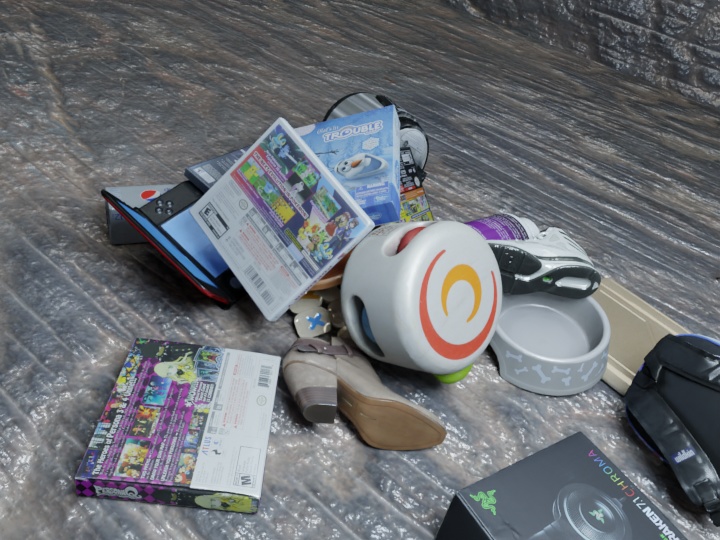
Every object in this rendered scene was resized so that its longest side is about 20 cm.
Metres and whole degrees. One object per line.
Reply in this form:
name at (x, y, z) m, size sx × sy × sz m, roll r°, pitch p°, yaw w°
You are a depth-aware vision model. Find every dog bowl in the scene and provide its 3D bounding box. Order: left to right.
dog bowl at (0.269, 0.085, 0.880) m, size 0.199 × 0.059 × 0.201 m, roll 2°, pitch 41°, yaw -2°

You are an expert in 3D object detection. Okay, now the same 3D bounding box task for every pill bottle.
pill bottle at (0.210, -0.031, 0.998) m, size 0.199 × 0.113 × 0.112 m, roll -17°, pitch 45°, yaw -35°

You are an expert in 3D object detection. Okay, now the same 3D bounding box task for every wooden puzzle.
wooden puzzle at (0.404, 0.101, 0.954) m, size 0.199 × 0.037 × 0.185 m, roll -22°, pitch 48°, yaw -32°

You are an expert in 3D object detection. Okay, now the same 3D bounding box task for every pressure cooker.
pressure cooker at (0.035, -0.230, 1.160) m, size 0.175 × 0.179 × 0.200 m, roll -26°, pitch 50°, yaw -25°

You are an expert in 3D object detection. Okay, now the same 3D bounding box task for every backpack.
backpack at (0.440, 0.175, 0.741) m, size 0.154 × 0.200 × 0.191 m, roll 25°, pitch 14°, yaw -42°

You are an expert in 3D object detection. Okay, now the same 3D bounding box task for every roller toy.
roller toy at (0.073, 0.028, 0.753) m, size 0.182 × 0.201 × 0.139 m, roll 21°, pitch -11°, yaw -38°

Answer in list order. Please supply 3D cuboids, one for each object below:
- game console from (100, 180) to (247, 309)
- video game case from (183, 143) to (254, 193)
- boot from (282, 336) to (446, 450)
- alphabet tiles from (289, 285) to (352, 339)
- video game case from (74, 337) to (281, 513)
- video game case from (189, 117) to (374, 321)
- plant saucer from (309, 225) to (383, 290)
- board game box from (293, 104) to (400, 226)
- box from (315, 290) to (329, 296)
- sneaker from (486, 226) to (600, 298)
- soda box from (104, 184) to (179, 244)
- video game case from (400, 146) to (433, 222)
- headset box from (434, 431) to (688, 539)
game console at (-0.224, -0.054, 0.829) m, size 0.200 × 0.119 × 0.172 m, roll 43°, pitch 54°, yaw 7°
video game case at (-0.167, -0.142, 0.976) m, size 0.143 × 0.019 × 0.200 m, roll 40°, pitch 35°, yaw 7°
boot at (0.001, 0.140, 0.743) m, size 0.199 × 0.071 × 0.146 m, roll 18°, pitch 23°, yaw -14°
alphabet tiles at (-0.012, 0.017, 0.858) m, size 0.195 × 0.015 × 0.201 m, roll -20°, pitch 68°, yaw -8°
video game case at (-0.188, 0.164, 0.667) m, size 0.180 × 0.036 × 0.200 m, roll 9°, pitch 36°, yaw -7°
video game case at (-0.108, -0.068, 0.778) m, size 0.200 × 0.182 × 0.023 m, roll 51°, pitch 10°, yaw 19°
plant saucer at (-0.065, -0.052, 0.857) m, size 0.199 × 0.032 × 0.201 m, roll -3°, pitch 51°, yaw 4°
board game box at (-0.043, -0.137, 0.848) m, size 0.199 × 0.043 × 0.200 m, roll -10°, pitch 49°, yaw 15°
box at (0.000, 0.000, 0.943) m, size 0.117 × 0.049 × 0.200 m, roll 18°, pitch 34°, yaw 4°
sneaker at (0.254, -0.022, 0.915) m, size 0.199 × 0.076 × 0.116 m, roll 12°, pitch 33°, yaw -2°
soda box at (-0.295, -0.093, 0.950) m, size 0.199 × 0.069 × 0.064 m, roll -7°, pitch 43°, yaw -26°
video game case at (0.068, -0.110, 0.985) m, size 0.025 × 0.182 × 0.200 m, roll -17°, pitch 6°, yaw 26°
headset box at (0.196, 0.280, 0.590) m, size 0.199 × 0.093 × 0.174 m, roll -12°, pitch 42°, yaw -30°
